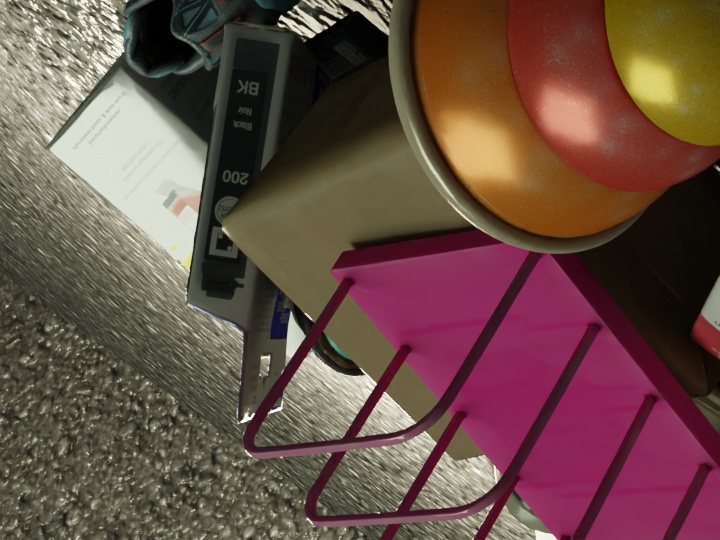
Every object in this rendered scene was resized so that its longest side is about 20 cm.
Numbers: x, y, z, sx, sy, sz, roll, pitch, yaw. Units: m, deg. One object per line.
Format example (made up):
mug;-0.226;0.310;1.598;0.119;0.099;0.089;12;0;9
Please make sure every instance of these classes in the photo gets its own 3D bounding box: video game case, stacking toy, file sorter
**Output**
video game case;0.052;-0.069;1.437;0.200;0.019;0.143;40;170;-9
stacking toy;0.119;-0.089;0.914;0.146;0.146;0.200;44;150;-24
file sorter;0.065;0.097;1.125;0.139;0.126;0.200;-9;129;48

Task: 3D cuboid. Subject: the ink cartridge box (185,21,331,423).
ink cartridge box;-0.056;-0.022;1.343;0.043;0.201;0.198;7;179;5

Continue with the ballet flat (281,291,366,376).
ballet flat;0.000;0.000;1.341;0.073;0.200;0.073;11;128;15

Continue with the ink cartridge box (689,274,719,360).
ink cartridge box;0.223;0.017;1.015;0.147;0.086;0.200;38;171;10

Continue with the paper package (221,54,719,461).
paper package;0.065;-0.016;1.191;0.191;0.104;0.200;46;147;-16

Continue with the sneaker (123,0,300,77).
sneaker;-0.109;-0.157;1.409;0.079;0.096;0.200;44;169;-23

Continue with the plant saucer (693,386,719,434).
plant saucer;0.209;0.090;1.432;0.200;0.030;0.200;32;178;1

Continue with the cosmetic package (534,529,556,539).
cosmetic package;0.156;0.169;1.410;0.200;0.085;0.108;-114;14;-69

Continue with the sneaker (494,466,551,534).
sneaker;0.111;0.036;1.376;0.075;0.106;0.200;7;-134;-22

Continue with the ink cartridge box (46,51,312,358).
ink cartridge box;-0.070;-0.064;1.519;0.200;0.083;0.145;41;-149;-9
